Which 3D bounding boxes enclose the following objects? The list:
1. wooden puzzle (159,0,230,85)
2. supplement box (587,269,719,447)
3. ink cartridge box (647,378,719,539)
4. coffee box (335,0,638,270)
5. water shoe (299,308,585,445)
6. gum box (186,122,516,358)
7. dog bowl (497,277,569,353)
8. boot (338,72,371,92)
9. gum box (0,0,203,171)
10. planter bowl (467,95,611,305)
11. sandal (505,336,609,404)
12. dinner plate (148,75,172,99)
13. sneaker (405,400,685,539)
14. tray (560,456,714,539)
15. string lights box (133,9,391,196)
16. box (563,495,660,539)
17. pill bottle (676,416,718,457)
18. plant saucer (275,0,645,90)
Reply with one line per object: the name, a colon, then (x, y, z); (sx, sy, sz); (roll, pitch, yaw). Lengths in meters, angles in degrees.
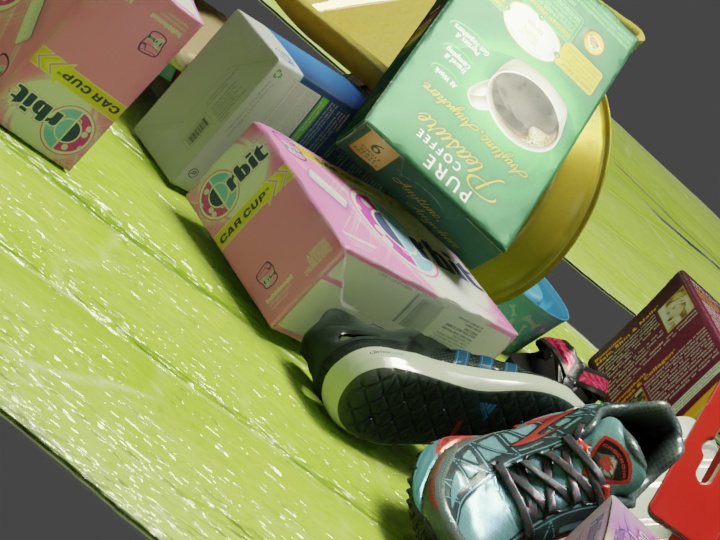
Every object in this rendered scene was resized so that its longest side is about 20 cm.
wooden puzzle: (-0.118, -0.153, 1.650); (0.185, 0.037, 0.200); (36, 12, 36)
supplement box: (0.257, 0.098, 1.925); (0.086, 0.110, 0.200); (40, 14, -19)
ink cartridge box: (0.253, 0.157, 1.453); (0.200, 0.116, 0.067); (37, -23, -9)
coffee box: (0.081, -0.112, 1.557); (0.123, 0.044, 0.200); (41, 57, -13)
water shoe: (0.053, 0.066, 1.445); (0.200, 0.072, 0.079); (20, 24, -41)
gum box: (0.000, 0.000, 1.512); (0.200, 0.066, 0.114); (27, 22, -51)
dog bowl: (0.073, -0.017, 1.866); (0.200, 0.050, 0.111); (51, 14, 30)
boot: (0.003, -0.125, 1.837); (0.075, 0.097, 0.200); (51, 5, -10)
gum box: (-0.169, -0.160, 1.430); (0.066, 0.114, 0.200); (36, 16, -32)
planter bowl: (0.071, -0.081, 1.737); (0.083, 0.201, 0.201); (25, 22, -40)
sandal: (0.150, 0.074, 1.822); (0.075, 0.045, 0.200); (45, 13, 4)
dinner plate: (-0.085, -0.108, 1.733); (0.200, 0.024, 0.200); (42, 13, -12)
sneaker: (0.104, 0.106, 1.350); (0.200, 0.095, 0.080); (-22, 88, -51)
tray: (0.192, 0.144, 1.509); (0.199, 0.022, 0.108); (0, 39, -17)
string lights box: (-0.037, -0.075, 1.587); (0.200, 0.103, 0.059); (29, 18, -50)
box: (0.157, 0.231, 1.233); (0.200, 0.097, 0.176); (45, 13, -1)
pill bottle: (0.238, 0.190, 1.578); (0.200, 0.109, 0.109); (52, 15, 32)
plant saucer: (0.057, -0.164, 1.697); (0.199, 0.049, 0.200); (-13, 36, -28)
